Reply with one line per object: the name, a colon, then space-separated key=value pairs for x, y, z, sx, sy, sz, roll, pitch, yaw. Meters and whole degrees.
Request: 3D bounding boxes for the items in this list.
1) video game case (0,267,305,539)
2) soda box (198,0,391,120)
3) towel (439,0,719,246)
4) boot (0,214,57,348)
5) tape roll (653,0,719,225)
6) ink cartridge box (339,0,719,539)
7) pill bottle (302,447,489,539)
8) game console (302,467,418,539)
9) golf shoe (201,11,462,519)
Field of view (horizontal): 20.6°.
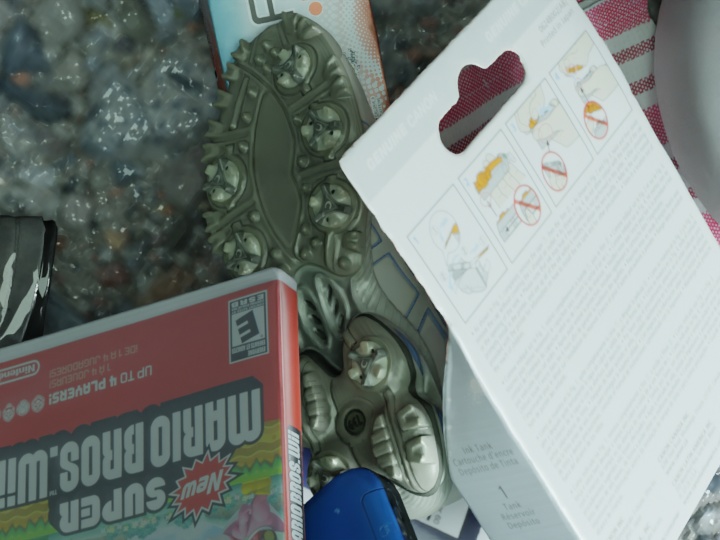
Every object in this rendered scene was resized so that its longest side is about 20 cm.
video game case: x=-0.083 y=0.108 z=0.713 sx=0.142 sy=0.017 sz=0.202 roll=-16 pitch=61 yaw=25
soda box: x=-0.039 y=-0.140 z=0.816 sx=0.068 sy=0.064 sz=0.202 roll=-12 pitch=98 yaw=-6
towel: x=0.105 y=-0.010 z=0.831 sx=0.146 sy=0.030 sz=0.201 roll=-32 pitch=102 yaw=-36
boot: x=-0.184 y=-0.033 z=0.817 sx=0.130 sy=0.070 sz=0.202 roll=15 pitch=103 yaw=-14
tape roll: x=0.231 y=-0.098 z=0.791 sx=0.200 sy=0.139 sz=0.205 roll=2 pitch=77 yaw=-8
ink cartridge box: x=0.070 y=0.006 z=0.745 sx=0.201 sy=0.047 sz=0.160 roll=56 pitch=46 yaw=-16
pill bottle: x=0.003 y=0.103 z=0.828 sx=0.199 sy=0.111 sz=0.112 roll=26 pitch=93 yaw=-10
game console: x=-0.004 y=0.204 z=0.715 sx=0.200 sy=0.171 sz=0.118 roll=-43 pitch=135 yaw=21
golf shoe: x=0.000 y=0.000 z=0.776 sx=0.078 sy=0.097 sz=0.202 roll=-21 pitch=75 yaw=31
